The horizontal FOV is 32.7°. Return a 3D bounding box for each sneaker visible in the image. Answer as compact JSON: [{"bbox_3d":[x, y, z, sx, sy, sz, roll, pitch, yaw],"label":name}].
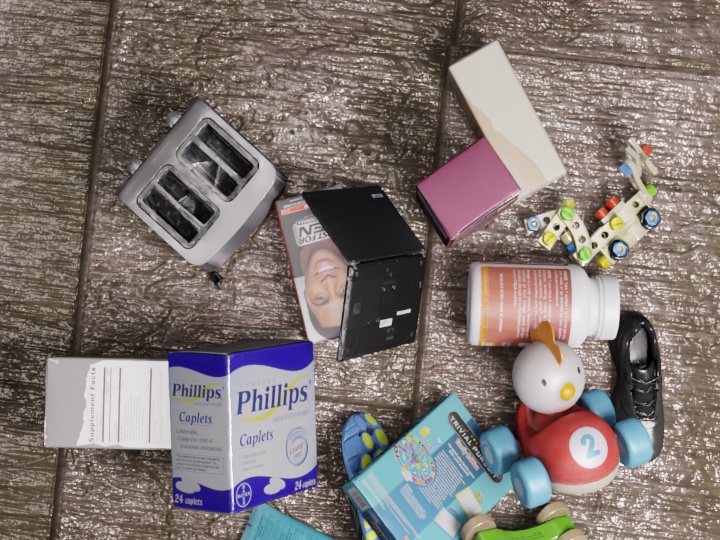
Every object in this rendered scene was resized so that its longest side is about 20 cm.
[{"bbox_3d":[0.374,0.158,1.650,0.075,0.091,0.204,-8,89,0],"label":"sneaker"},{"bbox_3d":[0.005,0.294,1.665,0.070,0.083,0.203,-3,72,-24],"label":"sneaker"}]

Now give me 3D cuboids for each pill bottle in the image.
[{"bbox_3d":[0.243,0.047,1.647,0.196,0.112,0.114,2,88,3],"label":"pill bottle"}]

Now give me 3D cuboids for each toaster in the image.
[{"bbox_3d":[-0.211,-0.108,1.668,0.200,0.119,0.181,42,91,3],"label":"toaster"}]

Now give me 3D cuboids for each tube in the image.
[{"bbox_3d":[-0.068,0.386,1.682,0.197,0.050,0.079,21,85,8],"label":"tube"}]

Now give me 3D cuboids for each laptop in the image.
[{"bbox_3d":[0.000,0.000,1.642,0.102,0.176,0.204,17,106,35],"label":"laptop"}]

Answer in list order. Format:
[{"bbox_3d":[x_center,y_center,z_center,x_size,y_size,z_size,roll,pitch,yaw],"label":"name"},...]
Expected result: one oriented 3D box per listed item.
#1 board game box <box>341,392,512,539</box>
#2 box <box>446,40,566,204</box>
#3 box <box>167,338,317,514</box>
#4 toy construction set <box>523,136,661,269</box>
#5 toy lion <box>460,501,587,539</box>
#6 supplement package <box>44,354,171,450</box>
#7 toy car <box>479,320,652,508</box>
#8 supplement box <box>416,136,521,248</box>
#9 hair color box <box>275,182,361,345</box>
[{"bbox_3d":[0.096,0.285,1.633,0.199,0.047,0.152,-36,87,-29],"label":"board game box"},{"bbox_3d":[0.197,-0.200,1.669,0.077,0.095,0.202,-28,86,1],"label":"box"},{"bbox_3d":[-0.151,0.198,1.605,0.104,0.183,0.204,-1,92,34],"label":"box"},{"bbox_3d":[0.331,-0.082,1.666,0.200,0.092,0.131,-44,86,11],"label":"toy construction set"},{"bbox_3d":[0.183,0.405,1.627,0.197,0.069,0.194,-3,130,-29],"label":"toy lion"},{"bbox_3d":[-0.314,0.177,1.659,0.196,0.121,0.122,1,88,3],"label":"supplement package"},{"bbox_3d":[0.254,0.166,1.576,0.182,0.177,0.203,-18,114,-14],"label":"toy car"},{"bbox_3d":[0.138,-0.098,1.612,0.110,0.200,0.086,-34,86,1],"label":"supplement box"},{"bbox_3d":[-0.046,-0.008,1.686,0.100,0.061,0.203,-15,88,1],"label":"hair color box"}]
